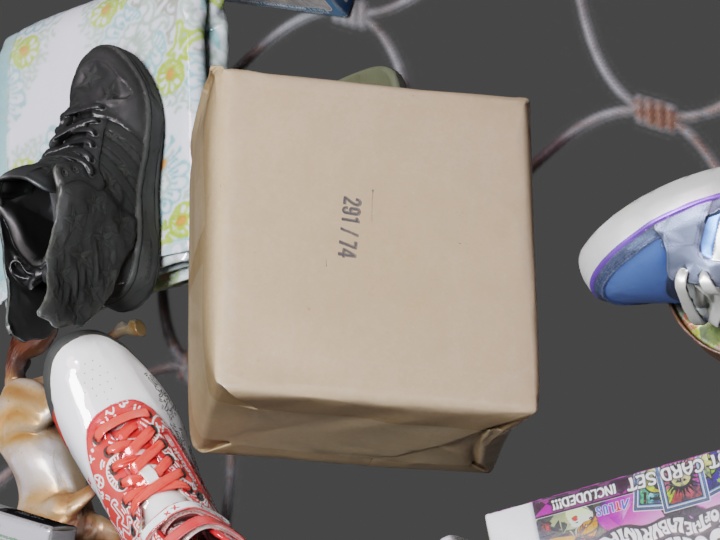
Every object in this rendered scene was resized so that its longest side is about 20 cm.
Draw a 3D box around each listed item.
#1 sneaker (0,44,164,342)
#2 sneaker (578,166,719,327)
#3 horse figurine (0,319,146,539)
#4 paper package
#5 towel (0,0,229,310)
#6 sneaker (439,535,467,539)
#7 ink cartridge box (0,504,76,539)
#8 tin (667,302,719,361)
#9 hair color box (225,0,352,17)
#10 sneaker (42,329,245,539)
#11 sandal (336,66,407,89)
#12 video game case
[{"bbox_3d":[-0.166,-0.049,1.618,0.060,0.104,0.200,-19,66,34],"label":"sneaker"},{"bbox_3d":[0.224,0.020,1.485,0.200,0.081,0.147,-18,59,10],"label":"sneaker"},{"bbox_3d":[-0.176,0.108,1.670,0.132,0.050,0.200,-25,70,30],"label":"horse figurine"},{"bbox_3d":[0.000,0.000,1.575,0.190,0.104,0.201,4,65,-10],"label":"paper package"},{"bbox_3d":[-0.151,-0.074,1.712,0.171,0.048,0.201,-15,69,34],"label":"towel"},{"bbox_3d":[0.050,0.249,1.522,0.082,0.075,0.200,-28,54,27],"label":"sneaker"},{"bbox_3d":[-0.231,0.234,1.638,0.094,0.037,0.201,14,91,27],"label":"ink cartridge box"},{"bbox_3d":[0.264,-0.019,1.551,0.200,0.042,0.112,-29,57,10],"label":"tin"},{"bbox_3d":[-0.033,-0.265,1.766,0.100,0.061,0.200,10,73,26],"label":"hair color box"},{"bbox_3d":[-0.109,0.124,1.563,0.067,0.108,0.202,-24,94,-17],"label":"sneaker"},{"bbox_3d":[-0.063,-0.072,1.698,0.201,0.057,0.080,-18,59,18],"label":"sandal"},{"bbox_3d":[0.179,0.190,1.491,0.199,0.036,0.182,-16,63,11],"label":"video game case"}]
